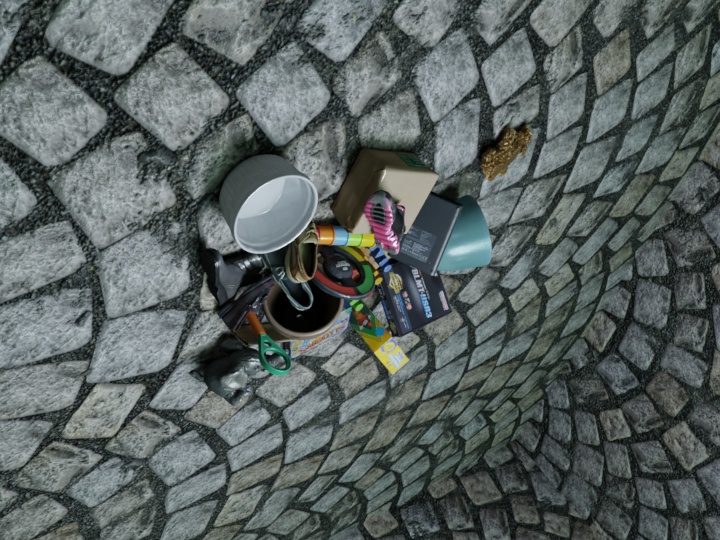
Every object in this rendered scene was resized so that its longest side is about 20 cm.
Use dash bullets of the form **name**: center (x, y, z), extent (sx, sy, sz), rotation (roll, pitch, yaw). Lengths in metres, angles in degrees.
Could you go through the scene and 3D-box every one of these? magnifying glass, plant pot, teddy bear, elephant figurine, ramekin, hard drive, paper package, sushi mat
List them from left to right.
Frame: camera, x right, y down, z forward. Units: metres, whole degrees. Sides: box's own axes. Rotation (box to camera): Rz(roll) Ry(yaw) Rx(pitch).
- **elephant figurine**: center (-0.303, 0.236, 1.769), extent (0.155, 0.142, 0.200), rotation (-30, 164, -45)
- **ramekin**: center (-0.198, -0.145, 1.455), extent (0.199, 0.105, 0.201), rotation (-28, 147, -21)
- **magnifying glass**: center (-0.232, 0.175, 1.716), extent (0.079, 0.200, 0.022), rotation (2, 130, -43)
- **sushi mat**: center (-0.236, 0.160, 1.798), extent (0.199, 0.095, 0.012), rotation (-1, 117, -47)
- **plant pot**: center (-0.146, 0.095, 1.749), extent (0.199, 0.201, 0.175), rotation (-29, 163, -19)
- **paper package**: center (0.059, -0.187, 1.683), extent (0.199, 0.104, 0.192), rotation (-2, 132, -45)
- **hard drive**: center (0.167, -0.105, 1.831), extent (0.202, 0.139, 0.033), rotation (-70, 168, 19)
- **plant pot**: center (0.246, -0.089, 1.928), extent (0.159, 0.202, 0.201), rotation (-17, 144, -7)
- **teddy bear**: center (0.398, -0.328, 1.928), extent (0.200, 0.067, 0.145), rotation (-43, 158, -9)

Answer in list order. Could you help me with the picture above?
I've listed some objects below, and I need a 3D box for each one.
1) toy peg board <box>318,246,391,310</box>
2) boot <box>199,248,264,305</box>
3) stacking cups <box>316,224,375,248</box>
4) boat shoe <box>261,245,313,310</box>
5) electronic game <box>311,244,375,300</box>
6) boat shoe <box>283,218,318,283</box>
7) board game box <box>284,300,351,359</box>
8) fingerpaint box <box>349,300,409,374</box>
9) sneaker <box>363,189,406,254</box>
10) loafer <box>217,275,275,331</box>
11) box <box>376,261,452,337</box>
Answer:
- **toy peg board**: center (0.000, 0.000, 1.853), extent (0.199, 0.098, 0.200), rotation (-40, 149, -2)
- **boot**: center (-0.283, -0.013, 1.572), extent (0.131, 0.070, 0.200), rotation (-32, 160, -20)
- **stacking cups**: center (-0.057, -0.081, 1.706), extent (0.198, 0.061, 0.061), rotation (-4, 134, -30)
- **boat shoe**: center (-0.166, 0.003, 1.611), extent (0.072, 0.062, 0.201), rotation (-30, 104, -10)
- **electronic game**: center (-0.054, -0.006, 1.689), extent (0.199, 0.201, 0.042), rotation (-6, 140, -43)
- **boat shoe**: center (-0.123, -0.073, 1.566), extent (0.075, 0.073, 0.202), rotation (-2, 92, -43)
- **board game box**: center (-0.121, 0.166, 1.968), extent (0.199, 0.035, 0.136), rotation (-28, 155, -21)
- **fingerpaint box**: center (0.047, 0.198, 2.080), extent (0.073, 0.167, 0.200), rotation (-39, 149, -2)
- **sneaker**: center (0.068, -0.128, 1.618), extent (0.096, 0.079, 0.201), rotation (-53, 154, -23)
- **loafer**: center (-0.256, 0.079, 1.641), extent (0.199, 0.063, 0.072), rotation (-34, 177, 38)
- **box**: center (0.150, 0.064, 2.022), extent (0.197, 0.202, 0.050), rotation (-21, -174, -26)
